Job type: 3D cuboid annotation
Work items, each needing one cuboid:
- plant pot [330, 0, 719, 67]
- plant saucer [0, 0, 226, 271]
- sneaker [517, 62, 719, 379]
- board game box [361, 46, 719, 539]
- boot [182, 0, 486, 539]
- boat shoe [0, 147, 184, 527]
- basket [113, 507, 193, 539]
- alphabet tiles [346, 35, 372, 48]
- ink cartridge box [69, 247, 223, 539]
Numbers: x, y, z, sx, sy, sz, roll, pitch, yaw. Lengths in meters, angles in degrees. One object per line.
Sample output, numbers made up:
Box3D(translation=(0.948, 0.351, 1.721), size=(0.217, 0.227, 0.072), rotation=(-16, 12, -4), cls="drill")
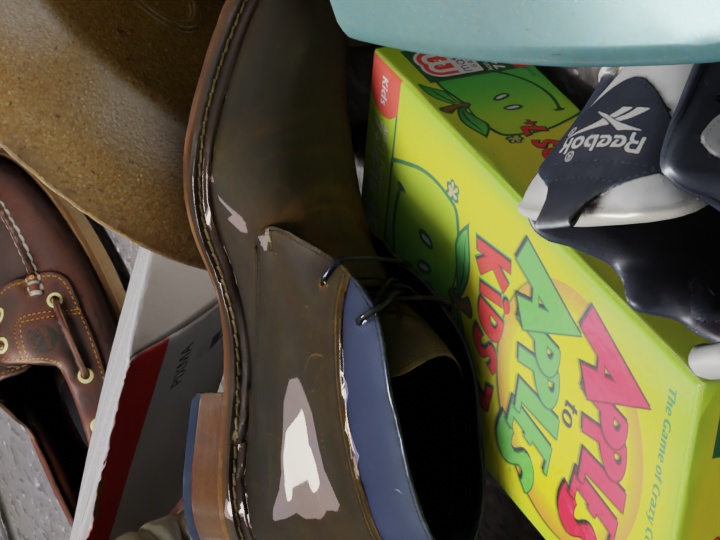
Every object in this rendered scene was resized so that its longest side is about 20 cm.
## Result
Box3D(translation=(0.082, -0.125, 0.650), size=(0.199, 0.141, 0.142), rotation=(-10, 104, 37), cls="plant pot")
Box3D(translation=(-0.081, -0.087, 0.984), size=(0.035, 0.200, 0.201), rotation=(-44, 70, 25), cls="plant saucer")
Box3D(translation=(0.088, -0.063, 0.761), size=(0.079, 0.129, 0.200), rotation=(-6, 106, 58), cls="sneaker")
Box3D(translation=(0.064, 0.018, 0.892), size=(0.200, 0.047, 0.102), rotation=(49, 142, 47), cls="board game box")
Box3D(translation=(0.000, 0.000, 0.916), size=(0.097, 0.075, 0.201), rotation=(5, 97, 39), cls="boot")
Box3D(translation=(-0.129, 0.037, 1.243), size=(0.200, 0.070, 0.070), rotation=(57, 150, 17), cls="boat shoe")
Box3D(translation=(-0.088, 0.197, 0.977), size=(0.136, 0.123, 0.200), rotation=(54, 139, 28), cls="basket")
Box3D(translation=(-0.025, -0.172, 0.985), size=(0.167, 0.008, 0.201), rotation=(-1, 110, 58), cls="alphabet tiles")
Box3D(translation=(-0.074, 0.055, 1.070), size=(0.161, 0.050, 0.201), rotation=(111, 169, -51), cls="ink cartridge box")
